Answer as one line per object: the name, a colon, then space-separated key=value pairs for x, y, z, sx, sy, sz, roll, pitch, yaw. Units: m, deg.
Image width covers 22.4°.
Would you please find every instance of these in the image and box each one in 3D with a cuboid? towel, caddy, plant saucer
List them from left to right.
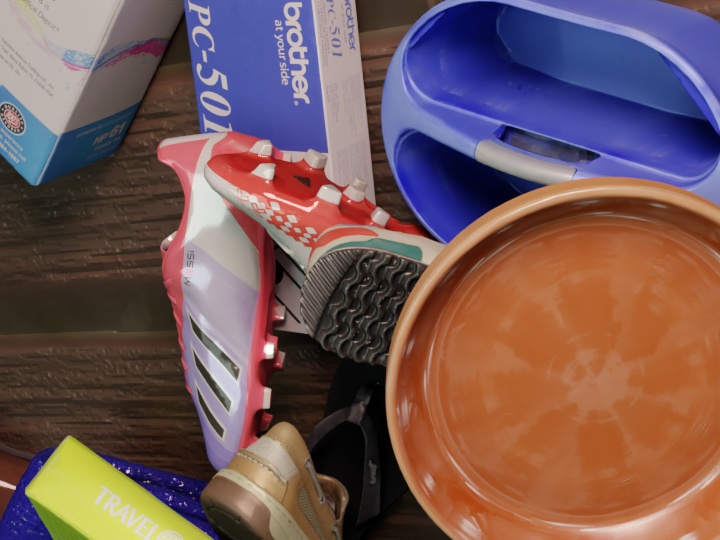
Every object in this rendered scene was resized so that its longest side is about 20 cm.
towel: x=-0.177 y=0.210 z=1.206 sx=0.146 sy=0.050 sz=0.201 roll=16 pitch=125 yaw=-18
caddy: x=0.104 y=-0.064 z=0.895 sx=0.199 sy=0.105 sz=0.143 roll=20 pitch=120 yaw=30
plant saucer: x=0.110 y=0.052 z=0.845 sx=0.198 sy=0.032 sz=0.202 roll=-1 pitch=112 yaw=-1

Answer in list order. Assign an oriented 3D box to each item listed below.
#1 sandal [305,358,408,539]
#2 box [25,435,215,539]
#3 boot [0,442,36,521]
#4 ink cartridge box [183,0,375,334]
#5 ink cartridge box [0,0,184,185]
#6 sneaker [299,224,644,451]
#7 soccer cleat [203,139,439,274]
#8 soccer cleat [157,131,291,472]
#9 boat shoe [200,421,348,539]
sandal: x=-0.007 y=0.123 z=1.095 sx=0.076 sy=0.043 sz=0.201 roll=38 pitch=126 yaw=19
box: x=-0.097 y=0.184 z=1.053 sx=0.199 sy=0.048 sz=0.122 roll=34 pitch=161 yaw=13
boot: x=-0.302 y=0.167 z=1.233 sx=0.189 sy=0.200 sz=0.069 roll=49 pitch=130 yaw=11
ink cartridge box: x=-0.043 y=-0.065 z=1.047 sx=0.093 sy=0.044 sz=0.202 roll=6 pitch=111 yaw=34
ink cartridge box: x=-0.180 y=-0.177 z=1.081 sx=0.144 sy=0.084 sz=0.201 roll=44 pitch=129 yaw=14
sneaker: x=0.065 y=0.022 z=0.899 sx=0.198 sy=0.094 sz=0.071 roll=19 pitch=110 yaw=-9
soccer cleat: x=0.000 y=0.000 z=0.970 sx=0.199 sy=0.069 sz=0.086 roll=23 pitch=108 yaw=-19
soccer cleat: x=-0.081 y=0.019 z=1.028 sx=0.076 sy=0.067 sz=0.202 roll=7 pitch=110 yaw=4
boat shoe: x=-0.032 y=0.155 z=1.065 sx=0.071 sy=0.076 sz=0.201 roll=28 pitch=156 yaw=22
